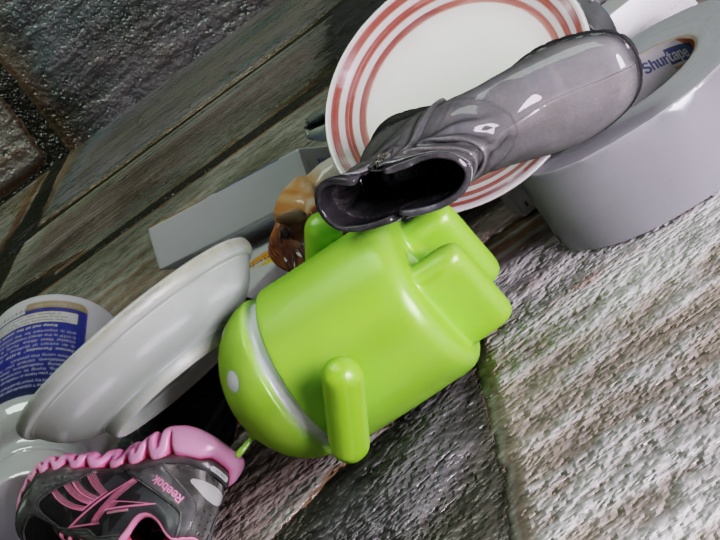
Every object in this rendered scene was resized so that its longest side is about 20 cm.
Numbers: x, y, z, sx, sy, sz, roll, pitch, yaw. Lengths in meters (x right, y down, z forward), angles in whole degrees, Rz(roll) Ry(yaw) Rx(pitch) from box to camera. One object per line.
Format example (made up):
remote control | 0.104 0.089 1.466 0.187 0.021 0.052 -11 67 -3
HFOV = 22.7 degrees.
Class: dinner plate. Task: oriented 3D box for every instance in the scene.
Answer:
dinner plate | 0.068 -0.124 1.234 0.199 0.024 0.201 -12 60 22

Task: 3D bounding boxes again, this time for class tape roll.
tape roll | 0.199 -0.101 1.210 0.200 0.066 0.200 -35 15 11

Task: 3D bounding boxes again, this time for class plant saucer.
plant saucer | -0.138 0.060 1.202 0.200 0.050 0.200 -40 -6 -5

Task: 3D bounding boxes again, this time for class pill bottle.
pill bottle | -0.241 0.123 1.397 0.119 0.120 0.200 -32 32 18

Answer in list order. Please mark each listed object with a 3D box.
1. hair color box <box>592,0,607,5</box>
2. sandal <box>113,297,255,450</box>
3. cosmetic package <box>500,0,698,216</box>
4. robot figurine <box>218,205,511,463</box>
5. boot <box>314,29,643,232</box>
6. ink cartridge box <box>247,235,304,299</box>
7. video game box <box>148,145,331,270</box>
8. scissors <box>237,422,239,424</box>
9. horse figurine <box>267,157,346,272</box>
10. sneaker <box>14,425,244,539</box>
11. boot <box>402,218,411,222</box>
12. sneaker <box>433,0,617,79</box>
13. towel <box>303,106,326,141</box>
hair color box | 0.211 -0.239 1.502 0.065 0.109 0.200 -26 19 37
sandal | -0.115 0.112 1.292 0.201 0.048 0.075 -52 48 11
cosmetic package | 0.171 -0.135 1.343 0.200 0.083 0.051 -38 13 -4
robot figurine | -0.005 0.043 1.147 0.200 0.116 0.176 -33 37 17
boot | 0.077 -0.077 1.107 0.199 0.070 0.132 -25 11 23
ink cartridge box | -0.088 0.038 1.416 0.115 0.068 0.200 -27 14 34
video game box | -0.051 -0.059 1.537 0.200 0.047 0.182 -24 -11 41
scissors | -0.065 0.092 1.338 0.199 0.014 0.073 -28 10 23
horse figurine | -0.004 -0.057 1.298 0.200 0.050 0.132 -42 26 -29
sneaker | -0.168 0.173 1.222 0.199 0.079 0.096 -21 48 36
boot | 0.000 0.000 1.338 0.150 0.073 0.200 -34 22 -6
sneaker | 0.080 -0.155 1.289 0.199 0.073 0.082 0 46 33
towel | 0.063 -0.126 1.453 0.192 0.035 0.200 -4 -1 -12
